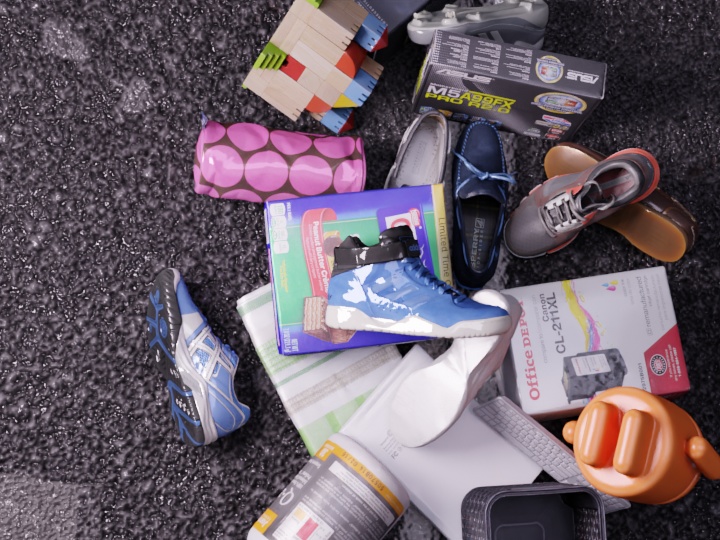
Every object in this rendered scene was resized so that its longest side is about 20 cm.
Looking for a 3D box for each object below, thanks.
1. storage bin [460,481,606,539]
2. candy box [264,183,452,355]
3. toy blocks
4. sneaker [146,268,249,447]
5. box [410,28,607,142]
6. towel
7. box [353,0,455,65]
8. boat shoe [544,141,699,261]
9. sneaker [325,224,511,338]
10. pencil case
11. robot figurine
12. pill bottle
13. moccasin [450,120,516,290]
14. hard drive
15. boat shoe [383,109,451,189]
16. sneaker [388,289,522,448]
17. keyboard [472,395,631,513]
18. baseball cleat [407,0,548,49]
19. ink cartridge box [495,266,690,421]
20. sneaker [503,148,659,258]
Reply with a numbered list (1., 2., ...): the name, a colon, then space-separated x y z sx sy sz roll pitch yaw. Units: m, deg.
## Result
1. storage bin: 0.187 0.333 1.417 0.133 0.094 0.203 -1 83 -12
2. candy box: 0.000 0.000 1.458 0.197 0.077 0.172 -6 90 -7
3. toy blocks: -0.038 -0.233 1.497 0.136 0.200 0.100 34 45 -7
4. sneaker: -0.183 0.094 1.470 0.076 0.076 0.203 -11 78 -31
5. box: 0.165 -0.208 1.518 0.197 0.160 0.045 11 77 -4
6. towel: -0.036 0.093 1.502 0.148 0.031 0.202 -26 84 -9
7. box: 0.037 -0.362 1.567 0.200 0.107 0.149 -42 85 -12
8. boat shoe: 0.308 -0.085 1.557 0.199 0.071 0.070 40 40 11
9. sneaker: 0.061 0.010 1.369 0.197 0.077 0.113 4 91 21
10. pencil case: -0.091 -0.126 1.516 0.197 0.092 0.094 8 41 -6
11. robot figurine: 0.301 0.190 1.410 0.143 0.199 0.118 -31 63 21
12. pill bottle: -0.048 0.283 1.409 0.116 0.116 0.200 41 76 4
13. moccasin: 0.146 -0.080 1.534 0.079 0.068 0.203 0 77 -6
14. hard drive: 0.090 0.200 1.473 0.200 0.027 0.132 44 77 -3
15. boat shoe: 0.061 -0.090 1.532 0.073 0.060 0.202 20 76 -3
16. sneaker: 0.112 0.112 1.434 0.075 0.088 0.201 44 105 24
17. keyboard: 0.211 0.206 1.458 0.199 0.056 0.011 40 51 -12
18. baseball cleat: 0.142 -0.263 1.545 0.198 0.070 0.108 -14 119 -27
19. ink cartridge box: 0.255 0.087 1.500 0.197 0.083 0.148 -8 78 -8
20. sneaker: 0.240 -0.077 1.499 0.199 0.082 0.078 -33 86 24
